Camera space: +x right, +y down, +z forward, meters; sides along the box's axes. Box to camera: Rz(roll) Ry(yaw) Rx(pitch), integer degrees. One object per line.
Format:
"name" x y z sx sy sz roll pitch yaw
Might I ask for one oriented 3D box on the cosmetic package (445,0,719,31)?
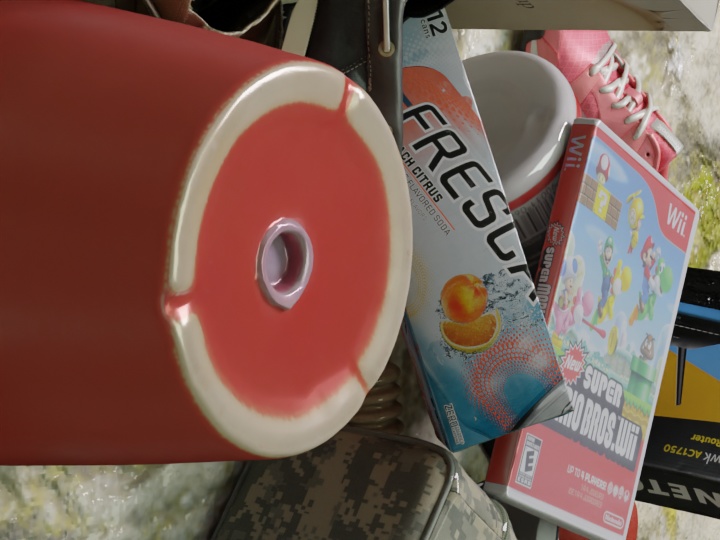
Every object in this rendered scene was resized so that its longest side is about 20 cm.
"cosmetic package" 0.073 -0.171 0.809 0.103 0.199 0.074 28 74 -51

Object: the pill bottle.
"pill bottle" 0.101 -0.019 0.946 0.200 0.113 0.114 55 53 -43

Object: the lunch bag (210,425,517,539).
"lunch bag" 0.001 0.200 0.819 0.168 0.138 0.201 47 58 -42

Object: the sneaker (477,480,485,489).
"sneaker" 0.076 0.227 0.980 0.074 0.079 0.202 25 74 -51

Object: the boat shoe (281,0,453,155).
"boat shoe" 0.013 -0.137 0.708 0.072 0.067 0.202 16 88 -83

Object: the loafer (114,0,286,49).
"loafer" -0.063 -0.121 0.691 0.076 0.067 0.200 -49 161 -12

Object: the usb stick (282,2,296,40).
"usb stick" -0.052 -0.035 0.800 0.055 0.032 0.202 37 66 -51

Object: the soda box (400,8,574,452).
"soda box" 0.038 -0.020 0.776 0.068 0.063 0.202 -170 -119 -86

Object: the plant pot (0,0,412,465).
"plant pot" -0.090 -0.011 0.630 0.200 0.176 0.203 -12 105 -52

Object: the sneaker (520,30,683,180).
"sneaker" 0.164 -0.099 1.042 0.074 0.086 0.201 -47 131 -40

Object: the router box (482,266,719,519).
"router box" 0.189 0.069 1.007 0.150 0.199 0.051 -60 140 -28

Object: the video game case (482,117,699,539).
"video game case" 0.129 0.038 0.882 0.143 0.017 0.202 29 72 -52

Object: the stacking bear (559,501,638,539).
"stacking bear" 0.148 0.224 1.061 0.121 0.113 0.202 -27 112 -49

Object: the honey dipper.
"honey dipper" 0.000 0.000 0.875 0.038 0.038 0.202 -18 108 -51

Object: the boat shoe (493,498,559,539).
"boat shoe" 0.086 0.217 0.914 0.066 0.072 0.201 35 49 -27
